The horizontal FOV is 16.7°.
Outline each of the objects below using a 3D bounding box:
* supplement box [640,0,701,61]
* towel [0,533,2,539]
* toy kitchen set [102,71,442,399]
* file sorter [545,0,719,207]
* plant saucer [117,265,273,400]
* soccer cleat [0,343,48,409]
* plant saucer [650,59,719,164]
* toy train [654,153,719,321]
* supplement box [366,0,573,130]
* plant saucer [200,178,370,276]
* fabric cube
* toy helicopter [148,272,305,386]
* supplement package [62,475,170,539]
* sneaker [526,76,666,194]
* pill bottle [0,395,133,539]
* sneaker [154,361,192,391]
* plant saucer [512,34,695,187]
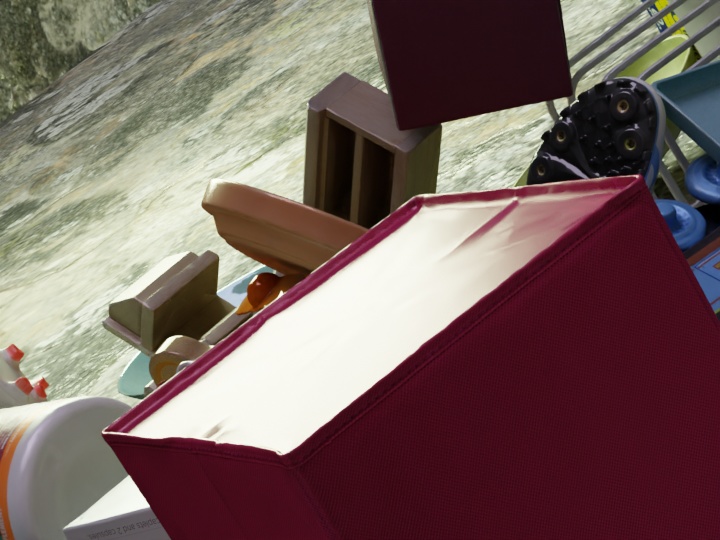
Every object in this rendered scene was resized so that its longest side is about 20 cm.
[{"bbox_3d":[0.280,-0.163,1.614,0.109,0.109,0.200,-32,14,-7],"label":"supplement box"},{"bbox_3d":[-0.253,0.233,1.323,0.199,0.147,0.022,-24,-8,24],"label":"towel"},{"bbox_3d":[-0.076,-0.011,1.564,0.163,0.181,0.200,30,50,23],"label":"toy kitchen set"},{"bbox_3d":[0.212,-0.087,1.450,0.124,0.139,0.200,-36,15,-9],"label":"file sorter"},{"bbox_3d":[-0.085,0.048,1.801,0.200,0.039,0.201,-29,15,9],"label":"plant saucer"},{"bbox_3d":[-0.209,0.112,1.526,0.078,0.200,0.069,-41,24,4],"label":"soccer cleat"},{"bbox_3d":[0.232,-0.043,1.239,0.070,0.019,0.200,-19,48,-29],"label":"plant saucer"},{"bbox_3d":[0.178,0.014,1.241,0.200,0.087,0.114,-31,45,-32],"label":"toy train"},{"bbox_3d":[0.062,-0.155,1.511,0.110,0.086,0.200,-11,15,1],"label":"supplement box"},{"bbox_3d":[0.000,0.000,1.405,0.032,0.199,0.200,-68,20,-4],"label":"plant saucer"},{"bbox_3d":[0.049,0.098,1.025,0.196,0.200,0.200,-36,15,-22],"label":"fabric cube"},{"bbox_3d":[-0.050,0.052,1.446,0.199,0.133,0.079,-4,40,37],"label":"toy helicopter"},{"bbox_3d":[-0.019,0.124,1.237,0.199,0.111,0.156,-19,14,42],"label":"supplement package"},{"bbox_3d":[0.128,-0.019,1.321,0.072,0.201,0.072,35,39,32],"label":"sneaker"},{"bbox_3d":[-0.208,0.137,1.421,0.199,0.115,0.114,-11,24,46],"label":"pill bottle"},{"bbox_3d":[-0.124,0.124,1.468,0.199,0.113,0.071,-23,17,33],"label":"sneaker"},{"bbox_3d":[0.160,-0.074,1.639,0.200,0.031,0.200,-47,11,12],"label":"plant saucer"}]
